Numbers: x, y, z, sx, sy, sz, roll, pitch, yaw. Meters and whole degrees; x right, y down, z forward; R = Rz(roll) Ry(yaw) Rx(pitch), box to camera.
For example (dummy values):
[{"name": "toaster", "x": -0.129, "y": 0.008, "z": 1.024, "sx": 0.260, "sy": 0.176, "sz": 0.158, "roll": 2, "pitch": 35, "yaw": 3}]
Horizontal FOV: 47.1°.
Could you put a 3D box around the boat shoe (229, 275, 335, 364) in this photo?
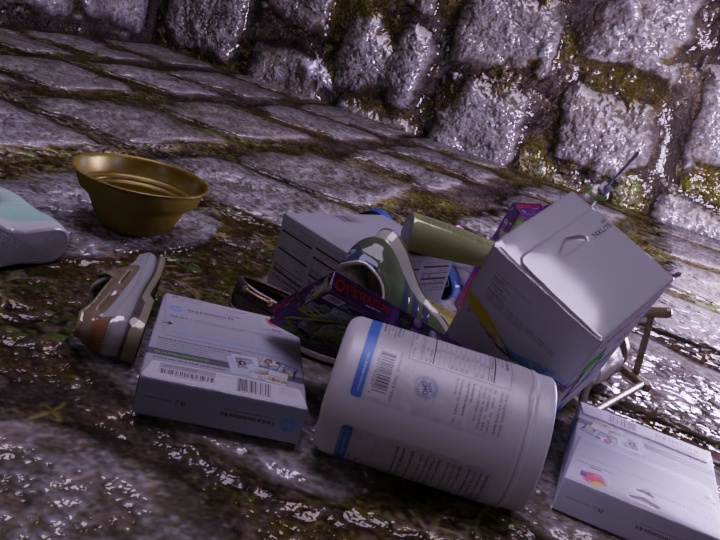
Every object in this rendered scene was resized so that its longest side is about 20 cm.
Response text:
[{"name": "boat shoe", "x": -0.061, "y": 0.061, "z": 0.987, "sx": 0.198, "sy": 0.060, "sz": 0.072, "roll": 17, "pitch": 17, "yaw": 3}]

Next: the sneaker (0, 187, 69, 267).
[{"name": "sneaker", "x": -0.454, "y": -0.055, "z": 0.962, "sx": 0.118, "sy": 0.074, "sz": 0.200, "roll": 31, "pitch": 12, "yaw": 23}]

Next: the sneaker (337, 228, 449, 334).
[{"name": "sneaker", "x": 0.040, "y": 0.055, "z": 0.986, "sx": 0.089, "sy": 0.202, "sz": 0.067, "roll": -25, "pitch": -3, "yaw": -36}]

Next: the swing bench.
[{"name": "swing bench", "x": 0.279, "y": 0.087, "z": 1.109, "sx": 0.199, "sy": 0.131, "sz": 0.198, "roll": 22, "pitch": 18, "yaw": 35}]

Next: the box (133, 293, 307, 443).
[{"name": "box", "x": -0.136, "y": 0.092, "z": 0.833, "sx": 0.154, "sy": 0.042, "sz": 0.200, "roll": 14, "pitch": 18, "yaw": -12}]

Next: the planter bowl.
[{"name": "planter bowl", "x": -0.327, "y": -0.103, "z": 1.212, "sx": 0.198, "sy": 0.084, "sz": 0.201, "roll": 15, "pitch": 18, "yaw": -5}]

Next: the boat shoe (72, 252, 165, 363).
[{"name": "boat shoe", "x": -0.257, "y": 0.026, "z": 0.894, "sx": 0.068, "sy": 0.075, "sz": 0.200, "roll": 18, "pitch": 17, "yaw": -13}]

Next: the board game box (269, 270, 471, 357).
[{"name": "board game box", "x": 0.018, "y": 0.073, "z": 0.856, "sx": 0.199, "sy": 0.120, "sz": 0.033, "roll": 31, "pitch": 53, "yaw": -24}]

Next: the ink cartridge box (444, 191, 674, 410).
[{"name": "ink cartridge box", "x": 0.204, "y": 0.051, "z": 0.900, "sx": 0.146, "sy": 0.201, "sz": 0.146, "roll": -30, "pitch": 65, "yaw": -34}]

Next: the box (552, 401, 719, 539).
[{"name": "box", "x": 0.289, "y": 0.216, "z": 0.860, "sx": 0.154, "sy": 0.042, "sz": 0.200, "roll": 20, "pitch": 17, "yaw": 13}]

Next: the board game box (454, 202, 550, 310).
[{"name": "board game box", "x": 0.231, "y": -0.013, "z": 1.220, "sx": 0.119, "sy": 0.201, "sz": 0.032, "roll": -2, "pitch": 45, "yaw": -32}]

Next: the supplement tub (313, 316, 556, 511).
[{"name": "supplement tub", "x": 0.067, "y": 0.131, "z": 0.767, "sx": 0.198, "sy": 0.133, "sz": 0.132, "roll": 18, "pitch": 17, "yaw": 2}]

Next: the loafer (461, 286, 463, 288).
[{"name": "loafer", "x": 0.134, "y": -0.032, "z": 1.428, "sx": 0.199, "sy": 0.072, "sz": 0.073, "roll": 25, "pitch": 19, "yaw": 25}]

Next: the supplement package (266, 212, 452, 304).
[{"name": "supplement package", "x": 0.000, "y": 0.000, "z": 1.143, "sx": 0.199, "sy": 0.112, "sz": 0.155, "roll": -2, "pitch": 25, "yaw": -46}]

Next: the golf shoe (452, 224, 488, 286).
[{"name": "golf shoe", "x": 0.127, "y": -0.041, "z": 1.334, "sx": 0.198, "sy": 0.092, "sz": 0.075, "roll": 19, "pitch": 30, "yaw": 29}]

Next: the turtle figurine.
[{"name": "turtle figurine", "x": 0.314, "y": -0.031, "z": 1.051, "sx": 0.144, "sy": 0.200, "sz": 0.194, "roll": 47, "pitch": 15, "yaw": 4}]

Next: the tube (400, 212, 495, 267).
[{"name": "tube", "x": 0.152, "y": -0.027, "z": 1.111, "sx": 0.198, "sy": 0.052, "sz": 0.059, "roll": 15, "pitch": 55, "yaw": -14}]

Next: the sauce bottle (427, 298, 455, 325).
[{"name": "sauce bottle", "x": 0.131, "y": 0.098, "z": 1.043, "sx": 0.199, "sy": 0.065, "sz": 0.064, "roll": 31, "pitch": 23, "yaw": 35}]

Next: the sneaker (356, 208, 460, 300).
[{"name": "sneaker", "x": 0.064, "y": -0.018, "z": 1.287, "sx": 0.199, "sy": 0.070, "sz": 0.078, "roll": 39, "pitch": 30, "yaw": 12}]
